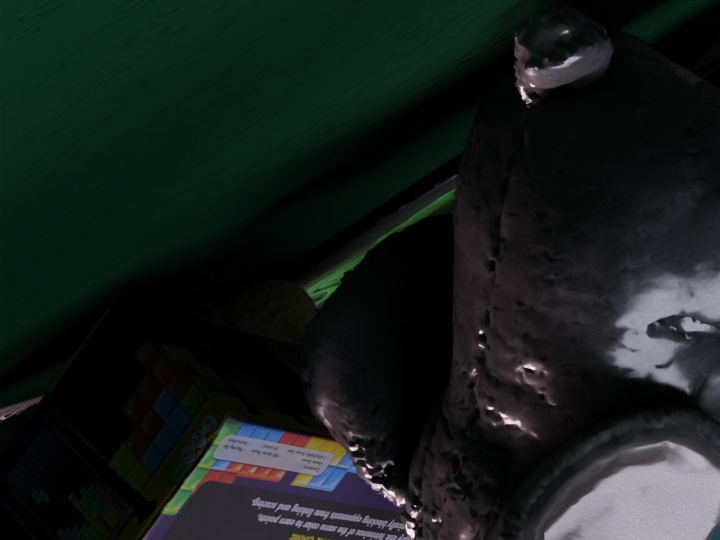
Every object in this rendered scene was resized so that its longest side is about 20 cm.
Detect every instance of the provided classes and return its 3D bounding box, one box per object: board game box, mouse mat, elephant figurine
[{"bbox_3d":[-0.052,0.101,0.888,0.166,0.057,0.200,-52,152,11],"label":"board game box"},{"bbox_3d":[0.000,0.000,1.019,0.200,0.008,0.161,-34,173,26],"label":"mouse mat"},{"bbox_3d":[0.056,0.043,0.802,0.201,0.155,0.142,-59,-172,8],"label":"elephant figurine"}]

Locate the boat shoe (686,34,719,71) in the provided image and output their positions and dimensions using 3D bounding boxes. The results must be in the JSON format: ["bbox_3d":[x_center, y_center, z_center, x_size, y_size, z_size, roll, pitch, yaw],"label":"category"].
[{"bbox_3d":[0.134,-0.049,1.001,0.200,0.072,0.072,-35,-173,38],"label":"boat shoe"}]

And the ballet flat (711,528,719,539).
[{"bbox_3d":[0.113,0.098,1.162,0.065,0.071,0.200,-5,178,17],"label":"ballet flat"}]

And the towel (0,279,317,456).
[{"bbox_3d":[-0.080,0.100,0.943,0.148,0.036,0.201,-28,145,-35],"label":"towel"}]

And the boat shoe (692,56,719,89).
[{"bbox_3d":[0.078,-0.015,0.955,0.200,0.056,0.069,-46,-158,41],"label":"boat shoe"}]
